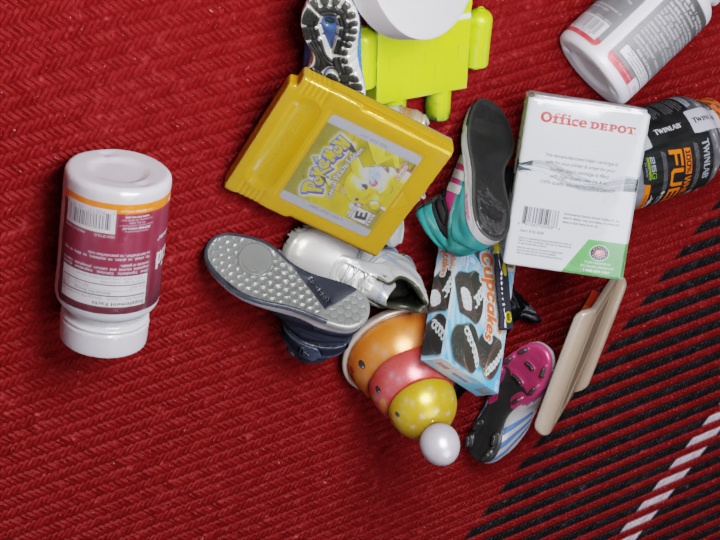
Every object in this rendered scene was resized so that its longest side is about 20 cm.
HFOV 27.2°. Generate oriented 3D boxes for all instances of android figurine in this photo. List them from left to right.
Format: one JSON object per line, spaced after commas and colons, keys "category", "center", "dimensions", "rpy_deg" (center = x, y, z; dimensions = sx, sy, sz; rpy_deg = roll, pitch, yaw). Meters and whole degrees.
{"category": "android figurine", "center": [0.067, -0.259, 1.685], "dimensions": [0.181, 0.041, 0.202], "rpy_deg": [-12, 124, -25]}

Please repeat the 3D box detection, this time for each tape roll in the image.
{"category": "tape roll", "center": [0.054, -0.342, 1.556], "dimensions": [0.202, 0.037, 0.205], "rpy_deg": [-12, 106, -49]}

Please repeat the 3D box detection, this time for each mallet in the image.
{"category": "mallet", "center": [0.162, -0.029, 1.821], "dimensions": [0.065, 0.041, 0.202], "rpy_deg": [4, 84, -33]}

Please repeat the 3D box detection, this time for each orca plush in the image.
{"category": "orca plush", "center": [0.159, 0.121, 1.942], "dimensions": [0.199, 0.071, 0.106], "rpy_deg": [-33, 129, -10]}

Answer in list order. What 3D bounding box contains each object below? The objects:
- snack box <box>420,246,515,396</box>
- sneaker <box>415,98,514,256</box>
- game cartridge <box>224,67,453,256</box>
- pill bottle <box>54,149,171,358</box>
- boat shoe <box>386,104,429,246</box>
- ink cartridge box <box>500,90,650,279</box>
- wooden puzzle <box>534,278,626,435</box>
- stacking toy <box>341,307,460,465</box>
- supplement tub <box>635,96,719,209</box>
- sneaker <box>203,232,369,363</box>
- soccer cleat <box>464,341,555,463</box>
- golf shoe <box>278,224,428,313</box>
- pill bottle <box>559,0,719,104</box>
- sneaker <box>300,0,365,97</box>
{"category": "snack box", "center": [0.136, 0.039, 1.827], "dimensions": [0.116, 0.037, 0.202], "rpy_deg": [33, 57, -40]}
{"category": "sneaker", "center": [0.123, -0.098, 1.767], "dimensions": [0.083, 0.201, 0.121], "rpy_deg": [24, 143, -27]}
{"category": "game cartridge", "center": [-0.025, -0.117, 1.643], "dimensions": [0.199, 0.033, 0.177], "rpy_deg": [23, 127, -19]}
{"category": "pill bottle", "center": [-0.265, -0.016, 1.581], "dimensions": [0.113, 0.114, 0.202], "rpy_deg": [-5, 120, -28]}
{"category": "boat shoe", "center": [0.046, -0.103, 1.715], "dimensions": [0.068, 0.075, 0.201], "rpy_deg": [3, 138, 6]}
{"category": "ink cartridge box", "center": [0.251, -0.103, 1.751], "dimensions": [0.145, 0.083, 0.202], "rpy_deg": [9, 102, 0]}
{"category": "wooden puzzle", "center": [0.290, 0.107, 1.987], "dimensions": [0.200, 0.037, 0.186], "rpy_deg": [-30, 140, -62]}
{"category": "stacking toy", "center": [0.071, 0.154, 1.812], "dimensions": [0.145, 0.201, 0.147], "rpy_deg": [-13, 135, -14]}
{"category": "supplement tub", "center": [0.367, -0.147, 1.875], "dimensions": [0.199, 0.123, 0.123], "rpy_deg": [-19, 125, -20]}
{"category": "sneaker", "center": [-0.096, 0.038, 1.738], "dimensions": [0.201, 0.146, 0.077], "rpy_deg": [27, 68, 0]}
{"category": "soccer cleat", "center": [0.210, 0.173, 2.006], "dimensions": [0.086, 0.070, 0.201], "rpy_deg": [-9, 135, -53]}
{"category": "golf shoe", "center": [0.000, 0.000, 1.761], "dimensions": [0.199, 0.097, 0.079], "rpy_deg": [14, 112, -34]}
{"category": "pill bottle", "center": [0.345, -0.305, 1.775], "dimensions": [0.200, 0.114, 0.114], "rpy_deg": [-43, 130, -2]}
{"category": "sneaker", "center": [-0.026, -0.245, 1.608], "dimensions": [0.078, 0.090, 0.201], "rpy_deg": [8, 141, 1]}
